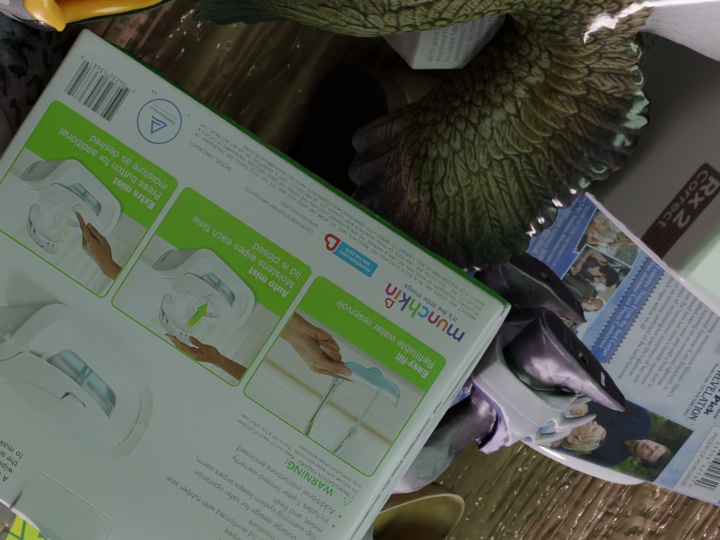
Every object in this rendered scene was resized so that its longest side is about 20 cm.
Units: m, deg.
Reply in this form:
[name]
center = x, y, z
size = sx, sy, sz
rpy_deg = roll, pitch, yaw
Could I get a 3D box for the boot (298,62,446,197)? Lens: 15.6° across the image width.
[boot]
center = 0.000, 0.000, 1.222
size = 0.075, 0.074, 0.200
rpy_deg = -3, 121, -46

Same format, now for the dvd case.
[dvd case]
center = 0.124, 0.026, 1.213
size = 0.200, 0.018, 0.143
rpy_deg = 20, 114, -22

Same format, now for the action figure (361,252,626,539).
[action figure]
center = 0.015, 0.081, 1.140
size = 0.200, 0.130, 0.069
rpy_deg = -39, 119, 19

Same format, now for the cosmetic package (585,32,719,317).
[cosmetic package]
center = 0.215, -0.034, 1.101
size = 0.200, 0.165, 0.165
rpy_deg = 39, 95, -27

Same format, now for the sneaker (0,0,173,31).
[sneaker]
center = -0.072, -0.144, 1.051
size = 0.200, 0.077, 0.078
rpy_deg = -26, 132, -21

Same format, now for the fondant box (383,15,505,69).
[fondant box]
center = 0.113, -0.166, 1.170
size = 0.200, 0.058, 0.145
rpy_deg = -4, 123, -27

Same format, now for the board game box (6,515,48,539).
[board game box]
center = -0.090, 0.059, 1.167
size = 0.101, 0.048, 0.200
rpy_deg = 32, 105, -8

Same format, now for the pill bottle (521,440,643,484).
[pill bottle]
center = 0.142, -0.006, 1.287
size = 0.114, 0.114, 0.200
rpy_deg = 14, 111, -42

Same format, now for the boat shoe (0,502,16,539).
[boat shoe]
center = -0.227, 0.130, 1.143
size = 0.200, 0.073, 0.074
rpy_deg = -48, 132, 4

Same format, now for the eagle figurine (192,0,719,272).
[eagle figurine]
center = 0.057, -0.101, 1.058
size = 0.200, 0.152, 0.151
rpy_deg = -36, 166, -1

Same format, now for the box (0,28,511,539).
[box]
center = -0.069, 0.033, 1.051
size = 0.177, 0.200, 0.097
rpy_deg = -58, 175, 2

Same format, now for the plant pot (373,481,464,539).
[plant pot]
center = -0.041, 0.155, 1.281
size = 0.200, 0.028, 0.200
rpy_deg = -30, 162, -10

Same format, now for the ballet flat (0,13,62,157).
[ballet flat]
center = -0.187, -0.021, 1.055
size = 0.200, 0.072, 0.072
rpy_deg = -47, 137, 3
